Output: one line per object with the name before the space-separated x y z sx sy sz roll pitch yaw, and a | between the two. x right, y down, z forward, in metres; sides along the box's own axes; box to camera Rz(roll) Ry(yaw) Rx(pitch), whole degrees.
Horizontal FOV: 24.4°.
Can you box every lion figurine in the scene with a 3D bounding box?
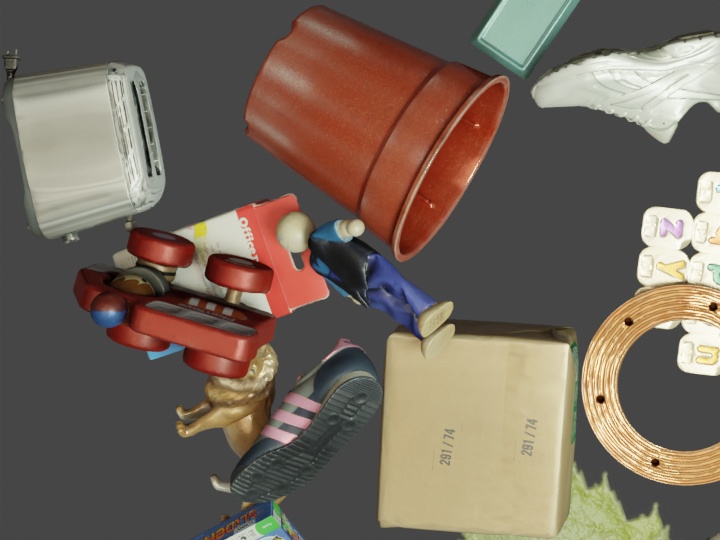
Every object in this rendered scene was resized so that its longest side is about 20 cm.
lion figurine | -0.113 0.171 1.709 0.122 0.072 0.200 -23 107 4

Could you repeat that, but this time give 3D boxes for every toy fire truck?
toy fire truck | -0.179 0.035 1.572 0.200 0.168 0.112 17 98 8

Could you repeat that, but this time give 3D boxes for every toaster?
toaster | -0.276 -0.132 1.669 0.129 0.114 0.200 -10 93 7

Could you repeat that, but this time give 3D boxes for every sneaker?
sneaker | 0.264 -0.167 1.589 0.200 0.078 0.100 -9 99 12
sneaker | -0.057 0.150 1.655 0.200 0.082 0.070 -42 128 20

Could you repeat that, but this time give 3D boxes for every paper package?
paper package | 0.116 0.154 1.641 0.190 0.103 0.201 3 97 9

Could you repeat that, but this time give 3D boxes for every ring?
ring | 0.317 0.112 1.630 0.200 0.019 0.201 1 97 10

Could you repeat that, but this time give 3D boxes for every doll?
doll | 0.000 0.000 1.573 0.200 0.137 0.048 34 65 27

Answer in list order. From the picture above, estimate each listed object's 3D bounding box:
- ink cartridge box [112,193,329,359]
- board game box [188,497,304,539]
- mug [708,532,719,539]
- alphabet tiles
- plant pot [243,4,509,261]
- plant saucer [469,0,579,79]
ink cartridge box | -0.134 0.002 1.682 0.200 0.067 0.116 -18 94 12
board game box | -0.140 0.331 1.718 0.200 0.034 0.135 -29 117 12
mug | 0.385 0.291 1.584 0.153 0.186 0.150 -31 56 21
alphabet tiles | 0.368 0.006 1.623 0.195 0.015 0.201 6 98 9
plant pot | 0.008 -0.144 1.585 0.195 0.201 0.201 32 102 13
plant saucer | 0.188 -0.287 1.614 0.070 0.019 0.200 35 101 4
